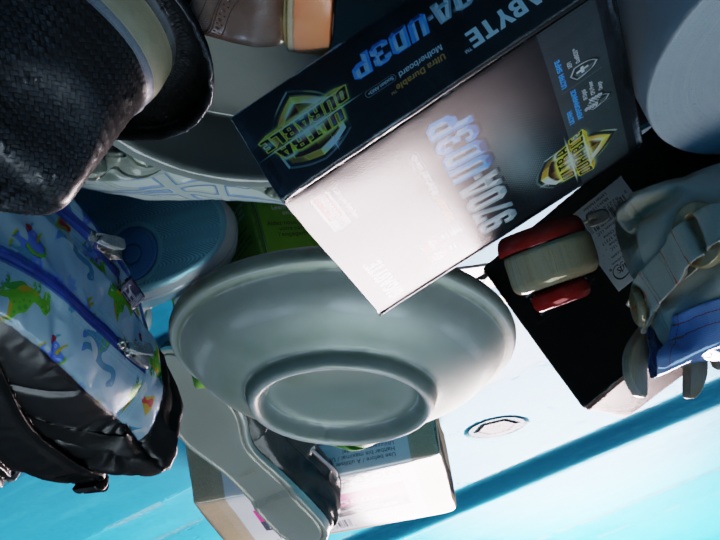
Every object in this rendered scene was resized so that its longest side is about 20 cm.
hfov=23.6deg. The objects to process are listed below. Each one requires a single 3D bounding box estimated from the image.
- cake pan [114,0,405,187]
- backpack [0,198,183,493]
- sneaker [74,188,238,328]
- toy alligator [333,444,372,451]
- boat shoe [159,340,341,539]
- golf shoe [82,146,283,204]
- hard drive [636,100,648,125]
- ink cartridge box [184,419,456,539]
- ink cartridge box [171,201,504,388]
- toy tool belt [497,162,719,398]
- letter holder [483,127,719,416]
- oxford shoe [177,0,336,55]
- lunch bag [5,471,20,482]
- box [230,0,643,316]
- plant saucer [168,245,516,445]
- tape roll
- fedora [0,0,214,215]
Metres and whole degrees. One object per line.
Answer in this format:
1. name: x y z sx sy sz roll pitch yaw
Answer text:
1. cake pan: -0.044 -0.116 0.774 0.198 0.037 0.201 -1 142 -1
2. backpack: -0.191 0.022 0.864 0.161 0.156 0.200 2 165 21
3. sneaker: -0.138 0.006 1.013 0.198 0.080 0.130 -10 156 24
4. toy alligator: -0.027 0.088 1.156 0.059 0.055 0.199 -8 -174 -30
5. boat shoe: -0.080 0.116 1.245 0.066 0.057 0.201 -19 120 34
6. golf shoe: -0.079 -0.069 0.901 0.198 0.079 0.097 7 169 -21
7. hard drive: 0.082 -0.108 0.889 0.134 0.043 0.199 -30 149 36
8. ink cartridge box: -0.029 0.156 1.384 0.198 0.076 0.165 -11 157 4
9. ink cartridge box: 0.000 0.000 1.057 0.198 0.076 0.148 -7 157 -28
10. toy tool belt: 0.178 0.012 0.850 0.198 0.124 0.125 -18 177 5
11. letter holder: 0.192 -0.016 0.992 0.200 0.101 0.142 -40 161 12
12. oxford shoe: -0.044 -0.165 0.639 0.072 0.072 0.202 2 131 1
13. lunch bag: -0.332 0.118 1.121 0.198 0.141 0.167 -20 170 22
14. box: 0.043 -0.062 0.766 0.158 0.046 0.200 -33 161 2
15. plant saucer: -0.011 0.055 0.970 0.197 0.051 0.201 1 150 0
16. tape roll: 0.208 -0.140 0.789 0.198 0.067 0.201 -20 154 -10
17. fedora: -0.162 -0.086 0.688 0.199 0.092 0.201 20 155 10
